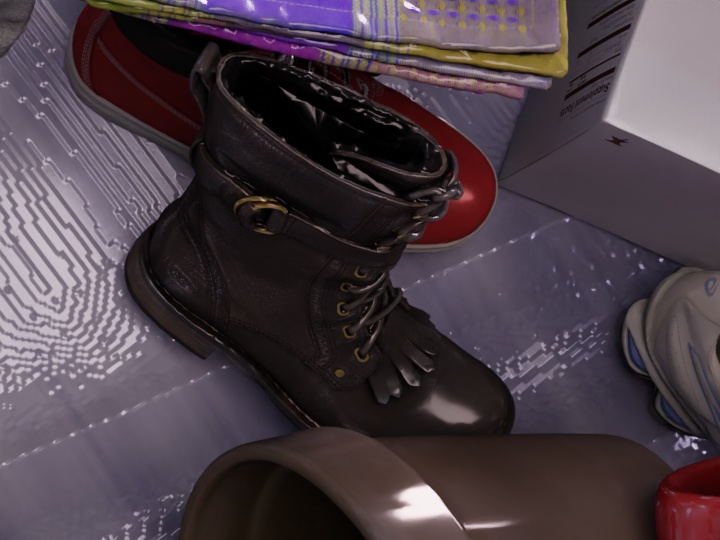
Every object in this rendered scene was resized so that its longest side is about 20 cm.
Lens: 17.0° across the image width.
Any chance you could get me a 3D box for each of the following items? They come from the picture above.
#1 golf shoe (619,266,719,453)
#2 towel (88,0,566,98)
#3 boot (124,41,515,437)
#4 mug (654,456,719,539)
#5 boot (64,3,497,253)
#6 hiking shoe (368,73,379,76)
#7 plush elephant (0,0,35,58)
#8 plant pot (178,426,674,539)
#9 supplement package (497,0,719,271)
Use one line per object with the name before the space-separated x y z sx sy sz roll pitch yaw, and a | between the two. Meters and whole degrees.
golf shoe | 0.200 0.081 1.055 0.200 0.097 0.078 45 73 -6
towel | -0.013 -0.149 0.912 0.199 0.023 0.144 10 71 -16
boot | 0.000 0.000 0.968 0.199 0.174 0.069 27 58 -9
mug | 0.225 0.084 0.931 0.177 0.200 0.134 34 112 17
boot | -0.020 -0.070 0.994 0.199 0.144 0.073 24 75 -12
hiking shoe | -0.013 -0.135 1.039 0.199 0.076 0.101 -9 81 -17
plush elephant | -0.207 -0.129 0.921 0.164 0.155 0.201 -12 85 -17
plant pot | 0.048 0.144 0.973 0.173 0.200 0.201 -16 86 -33
supplement package | 0.194 -0.103 1.052 0.190 0.147 0.201 24 77 -11
